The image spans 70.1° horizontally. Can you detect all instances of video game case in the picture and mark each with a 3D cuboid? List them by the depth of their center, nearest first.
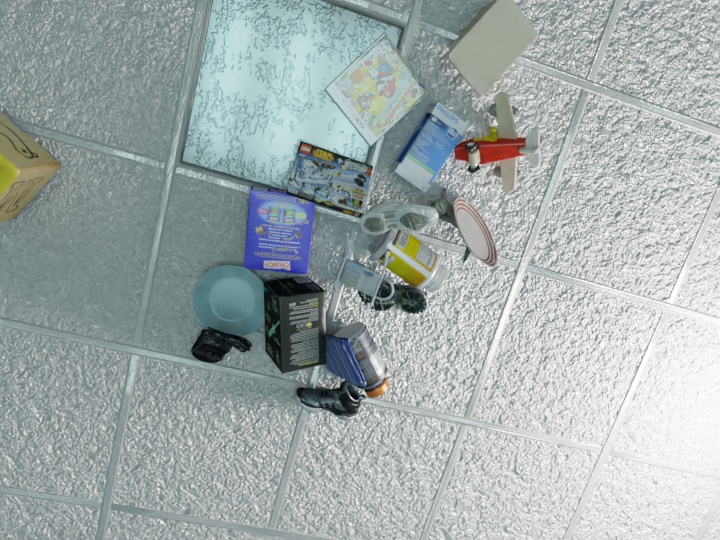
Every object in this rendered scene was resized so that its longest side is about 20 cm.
[{"bbox_3d":[0.042,-0.447,1.280,0.200,0.023,0.182,-41,106,5],"label":"video game case"}]

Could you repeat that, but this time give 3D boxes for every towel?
[{"bbox_3d":[-0.062,0.229,1.373,0.024,0.199,0.146,-31,109,-27],"label":"towel"}]

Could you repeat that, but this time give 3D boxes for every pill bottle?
[{"bbox_3d":[0.134,-0.027,1.361,0.199,0.109,0.110,35,99,-14],"label":"pill bottle"},{"bbox_3d":[0.008,0.253,1.424,0.105,0.106,0.202,-26,106,1],"label":"pill bottle"}]

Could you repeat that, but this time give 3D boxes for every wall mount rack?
[{"bbox_3d":[0.000,0.000,1.333,0.198,0.074,0.176,24,108,12],"label":"wall mount rack"}]

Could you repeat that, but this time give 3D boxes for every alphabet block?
[{"bbox_3d":[-0.844,-0.228,1.144,0.195,0.200,0.197,42,97,-16],"label":"alphabet block"}]

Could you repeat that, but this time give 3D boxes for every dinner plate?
[{"bbox_3d":[0.293,-0.096,1.330,0.024,0.201,0.201,-31,109,31],"label":"dinner plate"}]

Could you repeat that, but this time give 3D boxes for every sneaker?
[{"bbox_3d":[0.100,-0.148,1.289,0.197,0.100,0.079,1,130,15],"label":"sneaker"},{"bbox_3d":[0.091,0.071,1.403,0.197,0.086,0.079,13,104,14],"label":"sneaker"},{"bbox_3d":[-0.082,0.349,1.441,0.198,0.076,0.114,21,124,-17],"label":"sneaker"}]

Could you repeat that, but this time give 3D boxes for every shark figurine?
[{"bbox_3d":[0.234,-0.127,1.377,0.089,0.129,0.214,-30,127,28],"label":"shark figurine"}]

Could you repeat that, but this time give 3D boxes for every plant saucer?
[{"bbox_3d":[-0.343,0.080,1.371,0.197,0.039,0.204,-2,105,-6],"label":"plant saucer"}]

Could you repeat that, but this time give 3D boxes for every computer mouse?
[{"bbox_3d":[-0.379,0.191,1.352,0.137,0.053,0.199,26,144,-27],"label":"computer mouse"}]

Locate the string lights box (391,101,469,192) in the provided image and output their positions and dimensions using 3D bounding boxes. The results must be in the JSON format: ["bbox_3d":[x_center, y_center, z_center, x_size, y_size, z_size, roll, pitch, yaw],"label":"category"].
[{"bbox_3d":[0.176,-0.314,1.313,0.102,0.059,0.201,31,100,-14],"label":"string lights box"}]

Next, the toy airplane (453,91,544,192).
[{"bbox_3d":[0.361,-0.318,1.290,0.198,0.142,0.201,31,126,-10],"label":"toy airplane"}]

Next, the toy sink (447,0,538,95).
[{"bbox_3d":[0.300,-0.534,1.241,0.130,0.112,0.200,42,92,-15],"label":"toy sink"}]

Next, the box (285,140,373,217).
[{"bbox_3d":[-0.075,-0.227,1.282,0.197,0.040,0.139,17,67,-11],"label":"box"}]

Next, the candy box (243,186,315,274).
[{"bbox_3d":[-0.209,-0.102,1.317,0.166,0.077,0.203,6,103,-10],"label":"candy box"}]

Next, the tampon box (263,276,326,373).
[{"bbox_3d":[-0.171,0.136,1.333,0.124,0.150,0.203,-7,108,-26],"label":"tampon box"}]
